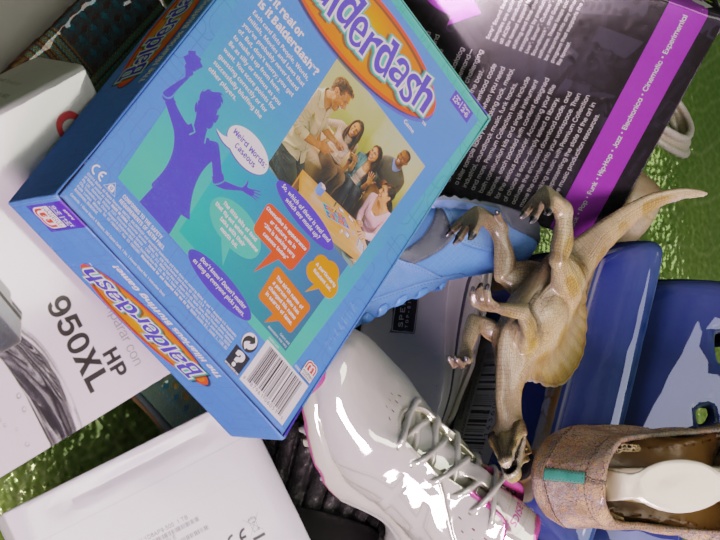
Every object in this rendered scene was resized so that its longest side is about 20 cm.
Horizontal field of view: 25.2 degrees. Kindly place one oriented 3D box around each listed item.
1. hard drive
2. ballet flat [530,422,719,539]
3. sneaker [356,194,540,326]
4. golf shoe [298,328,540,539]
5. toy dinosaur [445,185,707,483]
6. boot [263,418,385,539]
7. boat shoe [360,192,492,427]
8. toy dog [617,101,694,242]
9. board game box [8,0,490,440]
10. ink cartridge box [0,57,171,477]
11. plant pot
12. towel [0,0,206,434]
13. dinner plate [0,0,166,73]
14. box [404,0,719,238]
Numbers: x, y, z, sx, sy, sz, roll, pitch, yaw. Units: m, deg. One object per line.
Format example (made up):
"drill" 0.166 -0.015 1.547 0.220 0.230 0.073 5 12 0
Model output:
"hard drive" -0.069 0.177 0.757 0.131 0.027 0.201 -25 86 -30
"ballet flat" 0.181 0.108 0.809 0.198 0.067 0.069 0 85 -26
"sneaker" 0.000 0.000 0.815 0.198 0.066 0.079 1 82 -24
"golf shoe" 0.039 0.102 0.794 0.201 0.091 0.076 60 39 -33
"toy dinosaur" 0.093 0.006 0.808 0.101 0.058 0.201 51 61 -33
"boot" -0.082 0.150 0.820 0.209 0.079 0.160 11 71 -23
"boat shoe" 0.043 0.002 0.905 0.066 0.071 0.202 35 59 -67
"toy dog" 0.118 -0.079 0.970 0.132 0.096 0.200 51 30 -6
"board game box" -0.040 -0.051 0.719 0.152 0.045 0.201 50 59 -27
"ink cartridge box" -0.185 0.014 0.710 0.199 0.084 0.146 -31 111 -19
"plant pot" 0.141 0.094 0.932 0.179 0.199 0.202 24 74 -27
"towel" -0.105 -0.032 0.809 0.147 0.022 0.200 -48 115 -19
"dinner plate" -0.177 -0.093 0.793 0.199 0.024 0.203 3 86 -38
"box" 0.064 -0.106 0.819 0.198 0.144 0.036 18 32 -14
